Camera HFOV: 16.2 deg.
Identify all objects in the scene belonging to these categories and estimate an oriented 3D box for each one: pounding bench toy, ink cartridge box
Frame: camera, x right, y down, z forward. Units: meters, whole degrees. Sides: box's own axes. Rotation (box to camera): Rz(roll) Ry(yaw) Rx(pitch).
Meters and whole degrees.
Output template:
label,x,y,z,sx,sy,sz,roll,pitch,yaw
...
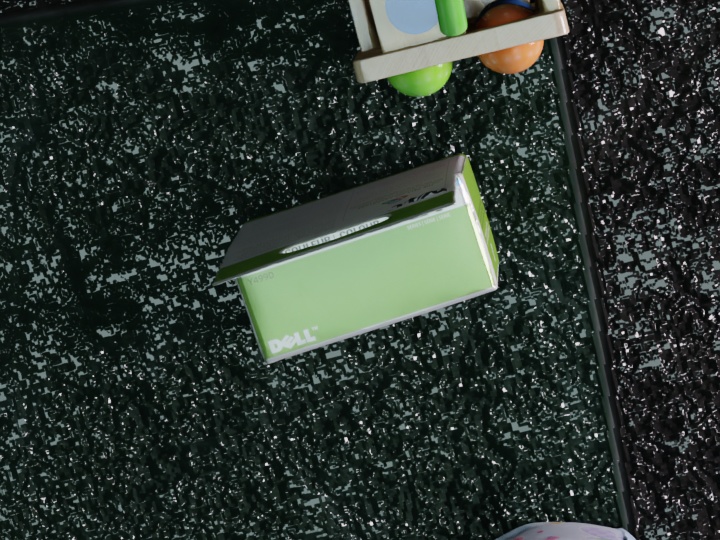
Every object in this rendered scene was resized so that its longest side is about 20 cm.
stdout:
label,x,y,z,sx,sy,sz,roll,pitch,yaw
pounding bench toy,0.044,-0.179,1.420,0.124,0.200,0.157,-13,99,5
ink cartridge box,0.000,0.000,1.454,0.147,0.200,0.076,-18,99,6

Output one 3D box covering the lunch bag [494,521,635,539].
label,x,y,z,sx,sy,sz,roll,pitch,yaw
lunch bag,0.089,0.237,1.507,0.200,0.170,0.127,-34,95,8
